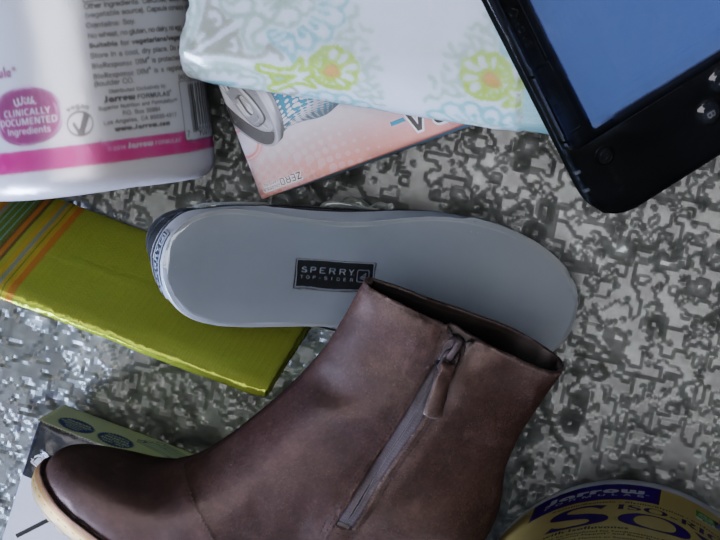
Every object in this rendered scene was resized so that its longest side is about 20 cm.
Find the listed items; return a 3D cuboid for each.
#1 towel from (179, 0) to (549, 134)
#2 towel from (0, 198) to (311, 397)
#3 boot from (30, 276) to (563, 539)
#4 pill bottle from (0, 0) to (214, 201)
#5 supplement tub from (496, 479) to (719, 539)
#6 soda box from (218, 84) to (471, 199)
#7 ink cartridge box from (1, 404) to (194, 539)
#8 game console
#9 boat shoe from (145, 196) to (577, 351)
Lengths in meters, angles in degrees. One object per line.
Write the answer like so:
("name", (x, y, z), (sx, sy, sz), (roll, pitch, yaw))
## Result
("towel", (0.015, -0.165, 0.876), (0.171, 0.048, 0.200), (11, 110, 14))
("towel", (-0.124, 0.005, 0.981), (0.200, 0.086, 0.018), (20, 124, 7))
("boot", (-0.029, 0.070, 0.916), (0.200, 0.072, 0.166), (20, 115, -8))
("pill bottle", (-0.134, -0.136, 0.948), (0.113, 0.113, 0.200), (-6, 95, 11))
("supplement tub", (0.111, 0.171, 0.896), (0.145, 0.200, 0.146), (1, 98, 10))
("soda box", (0.040, -0.098, 0.947), (0.200, 0.064, 0.068), (-20, 93, 12))
("ink cartridge box", (-0.072, 0.145, 1.006), (0.200, 0.044, 0.094), (19, 101, 7))
("game console", (0.142, -0.126, 0.797), (0.176, 0.116, 0.200), (-32, 116, -4))
("boat shoe", (-0.001, 0.003, 0.961), (0.199, 0.068, 0.074), (2, 102, -15))
